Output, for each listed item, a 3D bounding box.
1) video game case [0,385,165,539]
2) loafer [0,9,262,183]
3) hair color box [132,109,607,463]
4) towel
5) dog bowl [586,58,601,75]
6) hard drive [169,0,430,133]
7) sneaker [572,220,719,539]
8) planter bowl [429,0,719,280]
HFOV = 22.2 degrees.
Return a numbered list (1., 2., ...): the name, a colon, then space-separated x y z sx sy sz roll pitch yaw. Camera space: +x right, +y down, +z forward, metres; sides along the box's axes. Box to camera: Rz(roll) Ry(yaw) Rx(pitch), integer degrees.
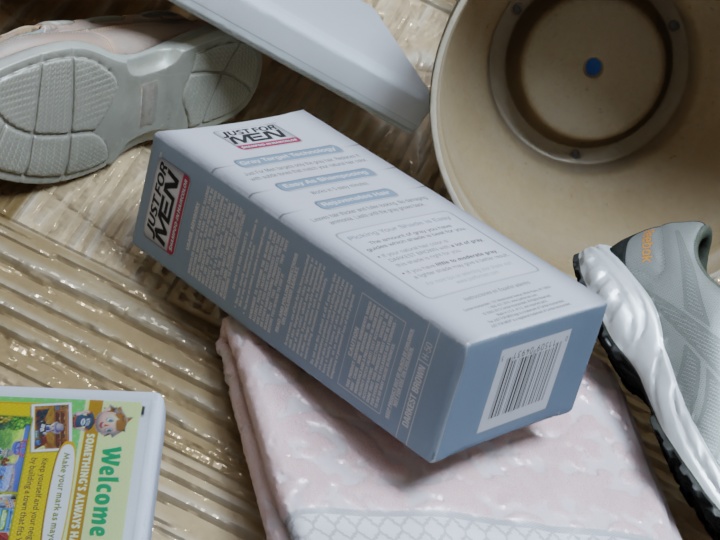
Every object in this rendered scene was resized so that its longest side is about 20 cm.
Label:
1. video game case: -0.168 0.117 0.651 0.180 0.022 0.201 3 42 -1
2. loafer: -0.136 -0.092 0.903 0.063 0.072 0.199 30 31 32
3. hair color box: 0.000 0.000 0.825 0.199 0.061 0.099 35 31 34
4. towel: 0.047 0.092 0.801 0.198 0.032 0.192 8 35 -22
5. dog bowl: 0.159 -0.122 1.093 0.199 0.050 0.112 22 40 -4
6. hard drive: -0.062 -0.150 0.954 0.199 0.026 0.132 27 20 -29
7. sneaker: 0.169 0.060 0.855 0.079 0.074 0.201 -26 63 3
8. planter bowl: 0.130 -0.098 0.963 0.199 0.202 0.135 20 13 -7
